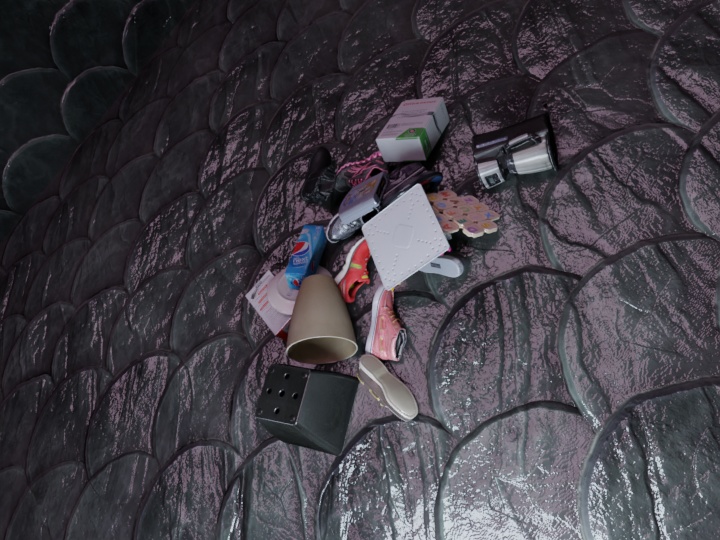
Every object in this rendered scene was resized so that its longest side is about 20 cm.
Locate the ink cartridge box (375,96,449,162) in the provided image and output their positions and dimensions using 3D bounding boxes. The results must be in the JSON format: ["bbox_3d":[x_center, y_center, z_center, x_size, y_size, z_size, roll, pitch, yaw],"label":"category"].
[{"bbox_3d":[0.155,-0.409,1.686,0.145,0.084,0.201,5,49,34],"label":"ink cartridge box"}]

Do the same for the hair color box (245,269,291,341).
[{"bbox_3d":[-0.246,0.103,1.721,0.111,0.064,0.200,-47,52,2],"label":"hair color box"}]

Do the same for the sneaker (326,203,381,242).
[{"bbox_3d":[-0.017,-0.143,1.669,0.199,0.076,0.114,-36,17,7],"label":"sneaker"}]

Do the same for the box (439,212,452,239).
[{"bbox_3d":[0.152,-0.113,1.548,0.198,0.046,0.160,-18,28,24],"label":"box"}]

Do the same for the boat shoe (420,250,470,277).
[{"bbox_3d":[0.198,-0.030,1.515,0.056,0.069,0.199,-31,33,-31],"label":"boat shoe"}]

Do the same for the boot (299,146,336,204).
[{"bbox_3d":[-0.120,-0.300,1.807,0.162,0.073,0.200,2,70,67],"label":"boot"}]

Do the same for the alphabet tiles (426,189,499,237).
[{"bbox_3d":[0.254,-0.149,1.482,0.194,0.015,0.200,-16,44,-30],"label":"alphabet tiles"}]

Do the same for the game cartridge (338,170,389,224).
[{"bbox_3d":[0.006,-0.203,1.615,0.132,0.042,0.201,-22,24,24],"label":"game cartridge"}]

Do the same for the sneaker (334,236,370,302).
[{"bbox_3d":[0.000,0.000,1.621,0.085,0.077,0.202,30,94,34],"label":"sneaker"}]

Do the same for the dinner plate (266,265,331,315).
[{"bbox_3d":[-0.176,0.046,1.678,0.197,0.024,0.202,-6,46,6],"label":"dinner plate"}]

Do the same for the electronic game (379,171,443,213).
[{"bbox_3d":[0.136,-0.203,1.563,0.199,0.200,0.042,-33,81,13],"label":"electronic game"}]

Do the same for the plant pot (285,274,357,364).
[{"bbox_3d":[-0.106,0.120,1.540,0.185,0.187,0.202,-18,58,23],"label":"plant pot"}]

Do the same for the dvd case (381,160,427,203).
[{"bbox_3d":[0.108,-0.260,1.648,0.148,0.016,0.200,-35,19,8],"label":"dvd case"}]

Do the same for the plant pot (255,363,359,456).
[{"bbox_3d":[-0.149,0.332,1.466,0.198,0.177,0.202,2,66,34],"label":"plant pot"}]

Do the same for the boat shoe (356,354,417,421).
[{"bbox_3d":[0.062,0.295,1.425,0.200,0.071,0.060,44,133,27],"label":"boat shoe"}]

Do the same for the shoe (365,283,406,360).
[{"bbox_3d":[0.078,0.133,1.498,0.090,0.071,0.203,2,72,32],"label":"shoe"}]

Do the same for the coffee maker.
[{"bbox_3d":[0.399,-0.318,1.508,0.198,0.135,0.193,-11,37,26],"label":"coffee maker"}]

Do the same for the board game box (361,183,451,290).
[{"bbox_3d":[0.112,-0.082,1.451,0.199,0.026,0.202,-35,58,25],"label":"board game box"}]

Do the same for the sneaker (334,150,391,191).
[{"bbox_3d":[0.005,-0.282,1.748,0.198,0.079,0.096,-24,45,22],"label":"sneaker"}]

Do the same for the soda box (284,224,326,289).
[{"bbox_3d":[-0.157,-0.041,1.692,0.063,0.068,0.201,3,48,14],"label":"soda box"}]
